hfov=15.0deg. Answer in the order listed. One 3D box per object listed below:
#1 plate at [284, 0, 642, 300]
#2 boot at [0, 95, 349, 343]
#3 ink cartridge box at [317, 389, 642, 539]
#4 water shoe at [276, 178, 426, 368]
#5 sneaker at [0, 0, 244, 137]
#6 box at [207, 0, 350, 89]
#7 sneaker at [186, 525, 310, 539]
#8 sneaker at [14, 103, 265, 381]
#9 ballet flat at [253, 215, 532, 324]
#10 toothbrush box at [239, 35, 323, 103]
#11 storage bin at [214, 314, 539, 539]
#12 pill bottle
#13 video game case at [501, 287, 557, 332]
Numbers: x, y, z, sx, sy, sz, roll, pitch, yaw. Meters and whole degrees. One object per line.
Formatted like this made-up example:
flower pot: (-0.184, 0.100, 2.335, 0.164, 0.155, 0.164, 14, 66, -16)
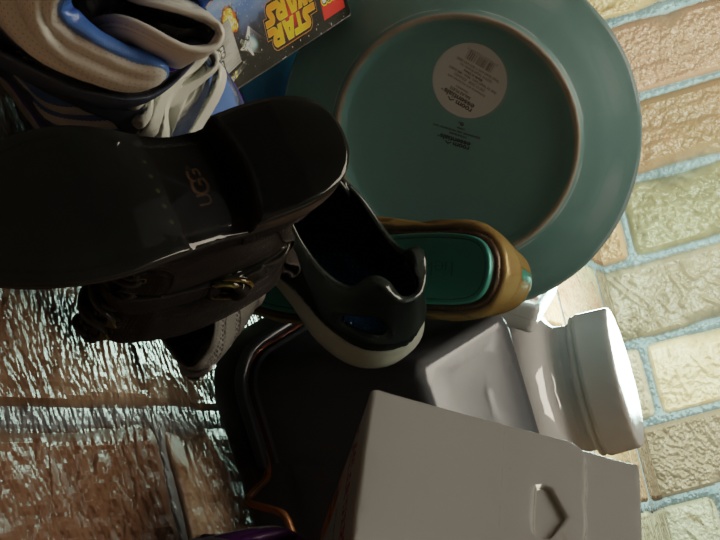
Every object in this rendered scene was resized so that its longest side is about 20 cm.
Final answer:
plate: (0.053, -0.074, 1.479, 0.026, 0.199, 0.202, -54, 128, -75)
boot: (-0.101, -0.004, 1.193, 0.174, 0.199, 0.070, 127, -51, -63)
ink cartridge box: (0.039, 0.188, 1.313, 0.146, 0.144, 0.201, -83, -169, -62)
water shoe: (-0.037, -0.038, 1.399, 0.200, 0.071, 0.079, 41, -35, 19)
sneaker: (-0.090, -0.085, 1.160, 0.200, 0.146, 0.081, 38, 77, -38)
box: (-0.079, -0.164, 1.381, 0.200, 0.040, 0.138, -39, 119, -56)
sneaker: (-0.048, 0.155, 1.289, 0.200, 0.087, 0.075, 15, 61, -77)
sneaker: (-0.102, -0.025, 1.297, 0.200, 0.074, 0.082, 51, 45, -41)
ballet flat: (0.000, 0.000, 1.463, 0.063, 0.199, 0.069, 12, 88, -61)
toothbrush box: (-0.071, -0.205, 1.541, 0.146, 0.085, 0.201, -135, -154, -70)
storage bin: (0.022, 0.114, 1.477, 0.145, 0.134, 0.201, -29, 106, -44)
pill bottle: (0.062, 0.086, 1.624, 0.113, 0.199, 0.114, -15, 90, -79)
video game case: (0.015, -0.013, 1.587, 0.143, 0.199, 0.018, -41, 149, -78)
